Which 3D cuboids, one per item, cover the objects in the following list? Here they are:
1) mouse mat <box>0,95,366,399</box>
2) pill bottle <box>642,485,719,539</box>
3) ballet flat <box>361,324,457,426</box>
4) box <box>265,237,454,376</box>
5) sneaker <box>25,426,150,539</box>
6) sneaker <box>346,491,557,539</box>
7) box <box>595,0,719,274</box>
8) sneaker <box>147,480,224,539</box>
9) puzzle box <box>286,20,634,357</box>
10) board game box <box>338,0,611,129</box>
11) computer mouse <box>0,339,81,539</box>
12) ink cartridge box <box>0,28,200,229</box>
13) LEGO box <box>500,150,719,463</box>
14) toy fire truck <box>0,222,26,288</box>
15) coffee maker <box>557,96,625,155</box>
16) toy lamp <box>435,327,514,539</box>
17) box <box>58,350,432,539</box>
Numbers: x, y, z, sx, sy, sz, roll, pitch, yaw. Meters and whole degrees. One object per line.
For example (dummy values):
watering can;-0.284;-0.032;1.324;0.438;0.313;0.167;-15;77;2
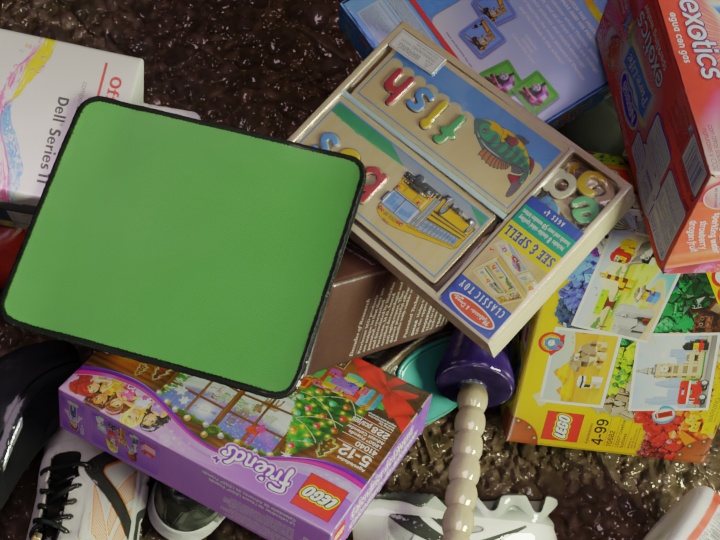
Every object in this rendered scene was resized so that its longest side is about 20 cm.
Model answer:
mouse mat;-0.109;-0.019;0.816;0.198;0.008;0.162;14;71;13
pill bottle;0.272;0.248;0.889;0.200;0.112;0.112;41;71;9
ballet flat;0.009;0.090;0.942;0.199;0.067;0.069;-30;119;-37
box;0.000;0.000;0.908;0.100;0.075;0.199;32;26;31
sneaker;-0.186;0.163;0.885;0.073;0.080;0.202;-20;67;22
sneaker;0.041;0.199;0.905;0.198;0.074;0.089;1;69;-5
box;0.218;-0.107;0.819;0.094;0.103;0.201;-1;56;-9
sneaker;-0.080;0.094;0.924;0.066;0.091;0.201;31;70;6
puzzle box;0.053;-0.056;0.835;0.200;0.025;0.133;39;82;25
board game box;0.108;-0.169;0.927;0.199;0.037;0.152;-32;76;-12
computer mouse;-0.242;0.134;0.868;0.140;0.046;0.201;23;74;45
ink cartridge box;-0.213;-0.090;0.888;0.198;0.067;0.118;11;69;-4
LEGO box;0.186;0.026;0.915;0.147;0.201;0.077;6;34;-3
toy fire truck;-0.229;-0.068;0.968;0.198;0.129;0.178;6;69;8
coffee maker;0.157;-0.105;0.998;0.191;0.135;0.201;31;70;6
toy lamp;0.071;0.121;0.882;0.058;0.058;0.201;10;54;-2
box;-0.072;0.089;0.850;0.199;0.039;0.137;25;44;16
